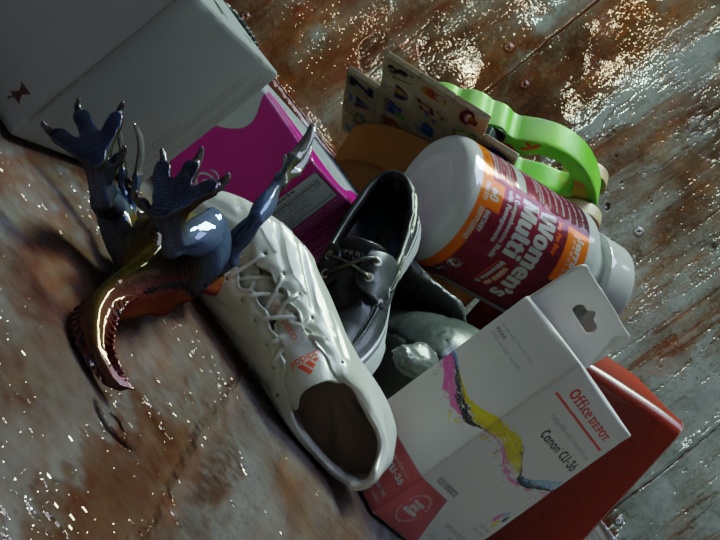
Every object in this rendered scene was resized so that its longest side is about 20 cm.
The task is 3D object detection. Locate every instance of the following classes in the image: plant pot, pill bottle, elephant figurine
[{"bbox_3d":[0.141,0.135,1.099,0.176,0.200,0.200,41,6,-4],"label":"plant pot"},{"bbox_3d":[0.129,-0.022,1.006,0.199,0.110,0.110,27,17,-28],"label":"pill bottle"},{"bbox_3d":[0.036,-0.019,1.127,0.200,0.140,0.200,31,-15,9],"label":"plant pot"},{"bbox_3d":[0.025,0.061,0.950,0.200,0.141,0.156,45,-46,43],"label":"elephant figurine"}]

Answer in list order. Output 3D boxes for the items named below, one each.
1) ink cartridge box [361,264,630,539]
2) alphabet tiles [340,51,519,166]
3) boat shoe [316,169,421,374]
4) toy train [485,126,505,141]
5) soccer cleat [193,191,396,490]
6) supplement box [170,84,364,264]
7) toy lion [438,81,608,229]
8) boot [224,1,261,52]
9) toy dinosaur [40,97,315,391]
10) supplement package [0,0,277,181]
[{"bbox_3d":[0.099,0.098,0.797,0.117,0.200,0.068,47,7,-49],"label":"ink cartridge box"},{"bbox_3d":[0.056,-0.120,1.057,0.167,0.008,0.200,34,-16,6],"label":"alphabet tiles"},{"bbox_3d":[0.000,0.000,0.839,0.200,0.070,0.066,-59,157,-45],"label":"boat shoe"},{"bbox_3d":[0.137,-0.060,1.130,0.046,0.034,0.200,10,-33,36],"label":"toy train"},{"bbox_3d":[-0.041,0.039,0.705,0.200,0.069,0.078,55,7,-9],"label":"soccer cleat"},{"bbox_3d":[-0.067,-0.058,0.921,0.101,0.103,0.200,56,4,22],"label":"supplement box"},{"bbox_3d":[0.120,-0.110,1.148,0.192,0.199,0.069,55,45,-51],"label":"toy lion"},{"bbox_3d":[-0.167,-0.210,1.059,0.131,0.070,0.201,7,-51,42],"label":"boot"},{"bbox_3d":[-0.104,-0.010,0.593,0.104,0.201,0.182,17,-27,9],"label":"toy dinosaur"},{"bbox_3d":[-0.142,-0.139,0.677,0.117,0.117,0.200,54,5,7],"label":"supplement package"}]
